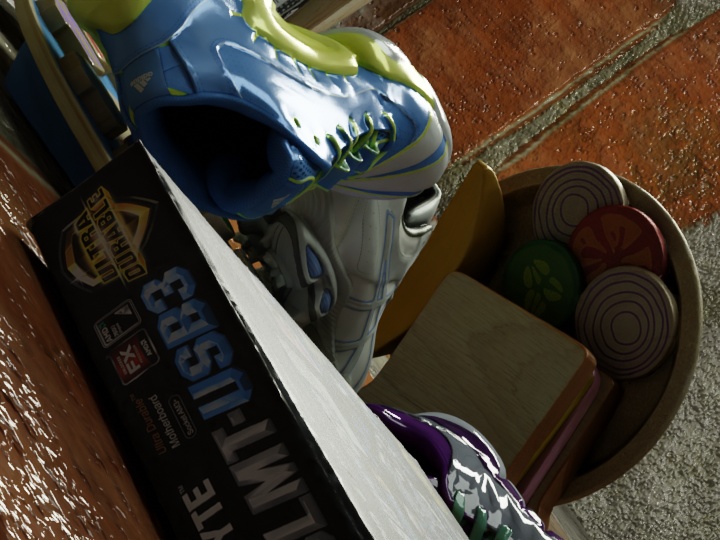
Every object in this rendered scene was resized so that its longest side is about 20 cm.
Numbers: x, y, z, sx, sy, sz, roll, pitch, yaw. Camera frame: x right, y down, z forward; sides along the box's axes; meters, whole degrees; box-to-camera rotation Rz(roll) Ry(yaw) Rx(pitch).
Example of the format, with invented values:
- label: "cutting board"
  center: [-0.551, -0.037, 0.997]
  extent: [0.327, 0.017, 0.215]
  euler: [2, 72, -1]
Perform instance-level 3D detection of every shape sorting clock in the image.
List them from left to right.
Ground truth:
- label: "shape sorting clock"
  center: [-0.073, -0.027, 0.829]
  extent: [0.200, 0.039, 0.200]
  euler: [54, 3, -4]

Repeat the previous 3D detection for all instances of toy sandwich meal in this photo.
- label: "toy sandwich meal"
  center: [0.080, 0.034, 1.102]
  extent: [0.070, 0.205, 0.205]
  euler: [26, 25, -53]

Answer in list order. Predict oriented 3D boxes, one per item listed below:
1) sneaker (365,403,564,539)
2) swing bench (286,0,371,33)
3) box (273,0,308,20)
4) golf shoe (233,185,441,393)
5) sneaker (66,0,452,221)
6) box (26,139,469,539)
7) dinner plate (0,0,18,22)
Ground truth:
- label: "sneaker"
  center: [0.051, 0.129, 0.890]
  extent: [0.200, 0.074, 0.087]
  euler: [45, 10, 37]
- label: "swing bench"
  center: [-0.084, -0.231, 1.336]
  extent: [0.199, 0.200, 0.130]
  euler: [53, -17, 0]
- label: "box"
  center: [-0.126, -0.199, 1.192]
  extent: [0.200, 0.047, 0.193]
  euler: [53, -22, -4]
- label: "golf shoe"
  center: [0.000, 0.000, 0.979]
  extent: [0.078, 0.097, 0.200]
  euler: [56, -10, 19]
- label: "sneaker"
  center: [-0.031, -0.048, 0.800]
  extent: [0.200, 0.076, 0.105]
  euler: [27, 39, -43]
- label: "box"
  center: [0.000, 0.084, 0.618]
  extent: [0.199, 0.050, 0.200]
  euler: [52, 3, -46]
- label: "dinner plate"
  center: [-0.147, -0.164, 0.953]
  extent: [0.200, 0.024, 0.200]
  euler: [45, 27, -31]
